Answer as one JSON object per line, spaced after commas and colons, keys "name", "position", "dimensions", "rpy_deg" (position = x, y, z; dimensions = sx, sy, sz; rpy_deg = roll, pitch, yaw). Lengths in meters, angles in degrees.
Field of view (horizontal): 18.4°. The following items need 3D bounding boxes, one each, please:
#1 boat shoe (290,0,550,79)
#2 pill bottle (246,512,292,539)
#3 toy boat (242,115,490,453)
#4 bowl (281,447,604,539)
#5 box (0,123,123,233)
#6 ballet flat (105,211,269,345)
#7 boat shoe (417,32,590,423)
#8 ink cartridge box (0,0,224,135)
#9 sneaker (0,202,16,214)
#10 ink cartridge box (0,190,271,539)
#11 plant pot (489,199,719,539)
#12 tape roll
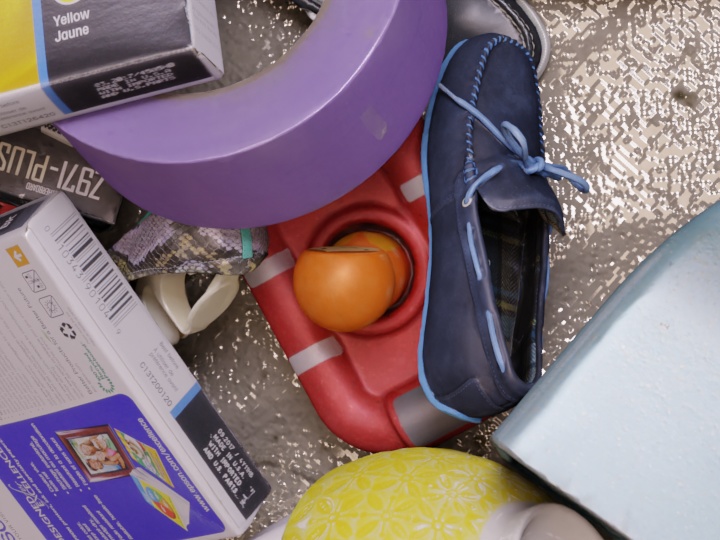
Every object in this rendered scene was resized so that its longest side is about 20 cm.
{"name": "boat shoe", "position": [0.005, -0.150, 1.171], "dimensions": [0.200, 0.060, 0.076], "rpy_deg": [25, 98, 10]}
{"name": "pill bottle", "position": [0.006, 0.220, 1.172], "dimensions": [0.109, 0.109, 0.200], "rpy_deg": [-31, 87, 13]}
{"name": "toy boat", "position": [0.000, 0.000, 1.147], "dimensions": [0.130, 0.131, 0.200], "rpy_deg": [-30, 87, 13]}
{"name": "bowl", "position": [0.066, 0.170, 1.097], "dimensions": [0.108, 0.200, 0.200], "rpy_deg": [-31, 86, 38]}
{"name": "box", "position": [-0.202, -0.126, 1.163], "dimensions": [0.200, 0.086, 0.164], "rpy_deg": [16, 85, -9]}
{"name": "ballet flat", "position": [-0.107, 0.006, 1.155], "dimensions": [0.200, 0.072, 0.072], "rpy_deg": [-28, 86, 57]}
{"name": "boat shoe", "position": [0.078, -0.024, 1.105], "dimensions": [0.069, 0.084, 0.200], "rpy_deg": [-16, 70, 50]}
{"name": "ink cartridge box", "position": [-0.171, -0.158, 1.028], "dimensions": [0.198, 0.047, 0.200], "rpy_deg": [-14, 68, 13]}
{"name": "sneaker", "position": [-0.230, -0.071, 1.238], "dimensions": [0.115, 0.078, 0.200], "rpy_deg": [7, 97, -4]}
{"name": "ink cartridge box", "position": [-0.170, 0.068, 1.185], "dimensions": [0.200, 0.043, 0.198], "rpy_deg": [-17, 113, 44]}
{"name": "plant pot", "position": [0.202, 0.064, 1.081], "dimensions": [0.196, 0.196, 0.200], "rpy_deg": [35, 87, 9]}
{"name": "tape roll", "position": [-0.064, -0.126, 1.055], "dimensions": [0.200, 0.085, 0.200], "rpy_deg": [-5, 69, 13]}
